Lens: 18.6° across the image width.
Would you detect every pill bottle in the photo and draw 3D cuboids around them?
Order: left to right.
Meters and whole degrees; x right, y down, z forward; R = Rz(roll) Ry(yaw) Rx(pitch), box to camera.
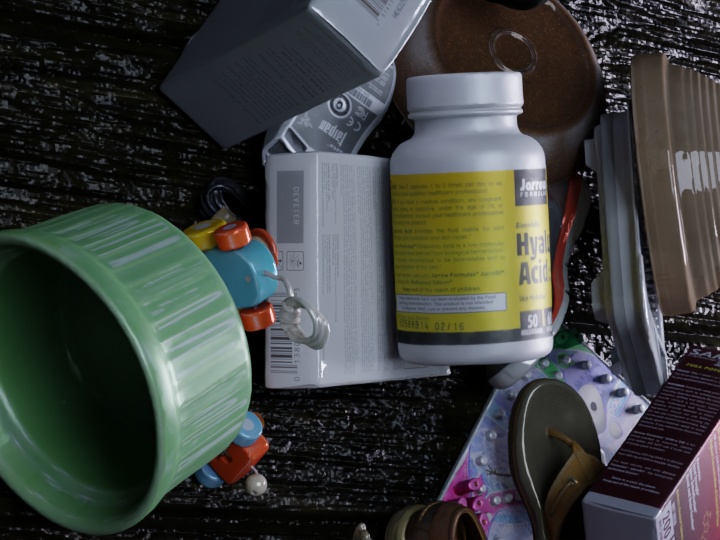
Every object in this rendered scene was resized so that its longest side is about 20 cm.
[{"bbox_3d":[0.076,-0.037,1.538,0.111,0.111,0.201,-6,94,-35],"label":"pill bottle"}]

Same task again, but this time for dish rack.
[{"bbox_3d":[0.201,-0.011,1.667,0.172,0.043,0.200,62,25,-59],"label":"dish rack"}]

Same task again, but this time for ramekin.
[{"bbox_3d":[-0.162,0.055,1.373,0.098,0.200,0.200,-28,94,-44],"label":"ramekin"}]

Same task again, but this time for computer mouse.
[{"bbox_3d":[-0.036,-0.087,1.586,0.110,0.044,0.200,35,66,-17],"label":"computer mouse"}]

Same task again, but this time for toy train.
[{"bbox_3d":[-0.079,0.049,1.451,0.150,0.200,0.056,45,45,13],"label":"toy train"}]

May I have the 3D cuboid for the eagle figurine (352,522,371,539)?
[{"bbox_3d":[0.019,0.263,1.432,0.152,0.151,0.200,24,27,-28],"label":"eagle figurine"}]

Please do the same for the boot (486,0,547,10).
[{"bbox_3d":[0.027,-0.244,1.616,0.211,0.080,0.158,41,48,19],"label":"boot"}]

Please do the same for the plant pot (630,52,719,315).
[{"bbox_3d":[0.262,-0.070,1.665,0.201,0.092,0.201,-8,90,-79],"label":"plant pot"}]

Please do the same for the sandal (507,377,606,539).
[{"bbox_3d":[0.157,0.177,1.608,0.080,0.054,0.201,4,76,-33],"label":"sandal"}]

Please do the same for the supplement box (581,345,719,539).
[{"bbox_3d":[0.234,0.157,1.615,0.200,0.061,0.109,-48,139,-44],"label":"supplement box"}]

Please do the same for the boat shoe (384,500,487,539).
[{"bbox_3d":[0.081,0.259,1.555,0.072,0.067,0.201,-20,90,-44],"label":"boat shoe"}]

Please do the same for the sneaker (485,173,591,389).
[{"bbox_3d":[0.111,-0.002,1.652,0.082,0.077,0.200,29,52,-16],"label":"sneaker"}]

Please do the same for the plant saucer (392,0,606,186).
[{"bbox_3d":[0.109,-0.159,1.674,0.200,0.037,0.201,13,58,-21],"label":"plant saucer"}]

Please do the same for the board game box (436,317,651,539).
[{"bbox_3d":[0.171,0.162,1.671,0.200,0.026,0.200,41,59,-19],"label":"board game box"}]

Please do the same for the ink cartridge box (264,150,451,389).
[{"bbox_3d":[0.000,0.000,1.560,0.200,0.050,0.161,0,89,-63],"label":"ink cartridge box"}]

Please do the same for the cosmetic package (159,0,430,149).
[{"bbox_3d":[-0.043,-0.162,1.501,0.074,0.200,0.102,42,59,-18],"label":"cosmetic package"}]
